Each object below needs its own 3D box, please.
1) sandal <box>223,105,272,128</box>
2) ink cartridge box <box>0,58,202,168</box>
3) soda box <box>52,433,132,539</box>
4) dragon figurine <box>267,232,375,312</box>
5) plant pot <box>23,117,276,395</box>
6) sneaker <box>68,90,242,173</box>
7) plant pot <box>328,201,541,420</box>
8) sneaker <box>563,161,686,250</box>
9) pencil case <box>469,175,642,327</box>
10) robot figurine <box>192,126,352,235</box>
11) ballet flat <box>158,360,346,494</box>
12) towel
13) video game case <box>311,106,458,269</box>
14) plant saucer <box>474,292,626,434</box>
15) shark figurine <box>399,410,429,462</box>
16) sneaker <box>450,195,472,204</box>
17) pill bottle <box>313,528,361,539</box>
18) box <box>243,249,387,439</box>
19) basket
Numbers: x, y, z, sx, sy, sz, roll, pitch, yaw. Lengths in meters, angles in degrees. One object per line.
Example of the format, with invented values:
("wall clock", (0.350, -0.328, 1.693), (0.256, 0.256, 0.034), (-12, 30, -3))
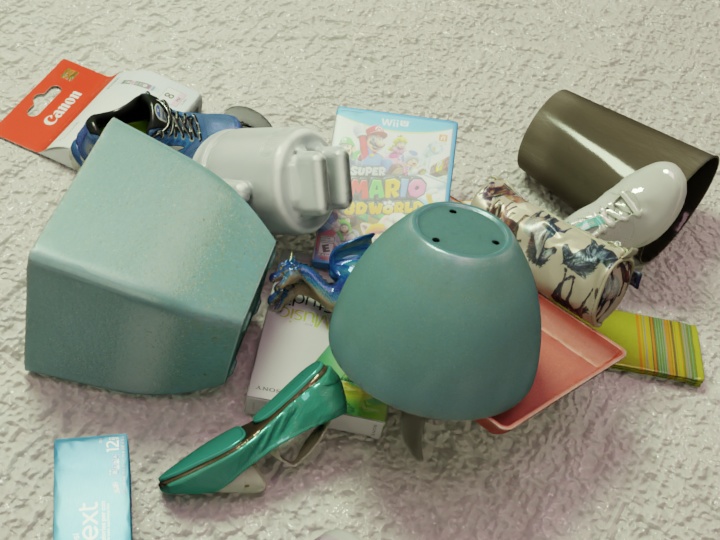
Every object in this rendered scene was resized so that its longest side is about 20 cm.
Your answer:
("sandal", (-0.131, -0.126, 1.279), (0.076, 0.043, 0.201), (0, 51, -10))
("ink cartridge box", (-0.315, -0.189, 1.296), (0.199, 0.057, 0.163), (26, 51, 5))
("soda box", (-0.233, 0.247, 0.944), (0.067, 0.064, 0.201), (-2, 51, -12))
("dragon figurine", (0.000, 0.000, 1.129), (0.199, 0.059, 0.100), (-29, 73, -11))
("plant pot", (-0.197, 0.008, 1.069), (0.199, 0.196, 0.197), (20, 50, -2))
("sneaker", (-0.219, -0.149, 1.201), (0.199, 0.089, 0.079), (-12, 66, -31))
("plant pot", (0.078, 0.018, 0.979), (0.199, 0.135, 0.201), (7, 34, -5))
("sneaker", (0.266, -0.049, 1.188), (0.088, 0.200, 0.076), (4, 53, -55))
("pencil case", (0.196, -0.026, 1.138), (0.200, 0.090, 0.078), (36, 8, 34))
("robot figurine", (-0.104, -0.097, 1.159), (0.199, 0.114, 0.169), (3, 10, 34))
("ballet flat", (-0.094, 0.169, 1.024), (0.200, 0.067, 0.071), (-35, 99, -9))
("towel", (0.284, 0.078, 1.211), (0.199, 0.018, 0.086), (11, 45, -1))
("video game case", (0.030, -0.088, 1.210), (0.142, 0.018, 0.201), (7, 66, 2))
("plant saucer", (0.126, 0.075, 1.063), (0.199, 0.037, 0.199), (-23, 47, -39))
("shark figurine", (0.109, 0.115, 1.093), (0.213, 0.089, 0.129), (-3, 69, -34))
("sneaker", (0.080, -0.046, 1.237), (0.199, 0.076, 0.092), (15, 54, 3))
("pill bottle", (-0.067, 0.312, 0.890), (0.199, 0.113, 0.112), (-30, 62, -30))
("box", (-0.034, 0.073, 1.141), (0.143, 0.036, 0.201), (11, 51, -1))
("basket", (0.303, -0.124, 1.305), (0.200, 0.137, 0.180), (36, 47, 23))
